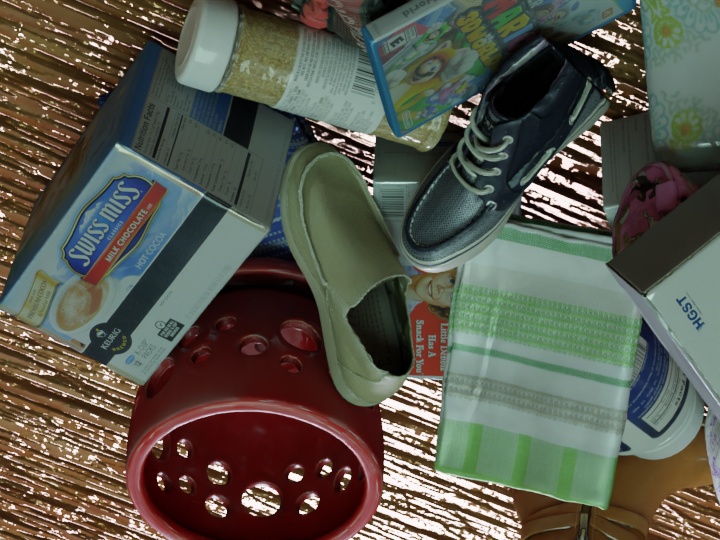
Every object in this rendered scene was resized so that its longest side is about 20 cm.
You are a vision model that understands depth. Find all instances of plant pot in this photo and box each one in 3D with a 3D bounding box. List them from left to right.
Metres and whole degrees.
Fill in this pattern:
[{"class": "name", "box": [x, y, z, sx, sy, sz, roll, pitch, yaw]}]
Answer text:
[{"class": "plant pot", "box": [-0.078, 0.102, 1.693, 0.199, 0.183, 0.201, 2, 137, 2]}]

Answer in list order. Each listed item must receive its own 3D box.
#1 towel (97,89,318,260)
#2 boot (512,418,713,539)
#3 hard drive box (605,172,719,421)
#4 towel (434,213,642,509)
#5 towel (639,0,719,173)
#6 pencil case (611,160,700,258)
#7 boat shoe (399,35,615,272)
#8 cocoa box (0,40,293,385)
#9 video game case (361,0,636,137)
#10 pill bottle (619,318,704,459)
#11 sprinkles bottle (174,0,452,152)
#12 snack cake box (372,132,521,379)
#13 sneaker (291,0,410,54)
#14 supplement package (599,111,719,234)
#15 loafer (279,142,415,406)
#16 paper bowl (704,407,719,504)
[{"class": "towel", "box": [-0.099, -0.079, 1.661, 0.144, 0.024, 0.200, -17, 126, 18]}, {"class": "boot", "box": [0.225, 0.193, 1.767, 0.199, 0.156, 0.077, 3, 129, 2]}, {"class": "hard drive box", "box": [0.291, 0.000, 1.423, 0.200, 0.077, 0.156, -38, 112, 0]}, {"class": "towel", "box": [0.128, 0.064, 1.572, 0.149, 0.031, 0.201, 11, 97, 27]}, {"class": "towel", "box": [0.297, -0.159, 1.491, 0.199, 0.048, 0.172, -5, 87, 14]}, {"class": "pencil case", "box": [0.274, -0.006, 1.506, 0.199, 0.087, 0.083, 23, 113, -19]}, {"class": "boat shoe", "box": [0.089, -0.086, 1.528, 0.200, 0.075, 0.093, -49, 155, 8]}, {"class": "cocoa box", "box": [-0.161, -0.042, 1.602, 0.131, 0.134, 0.200, 29, 129, -16]}, {"class": "video game case", "box": [0.100, -0.175, 1.481, 0.199, 0.018, 0.143, -29, 156, -4]}, {"class": "pill bottle", "box": [0.194, 0.079, 1.680, 0.111, 0.111, 0.200, -25, 147, 22]}, {"class": "sprinkles bottle", "box": [-0.032, -0.143, 1.560, 0.199, 0.068, 0.068, 15, 129, -17]}, {"class": "snack cake box", "box": [0.068, -0.009, 1.675, 0.114, 0.067, 0.201, 1, 129, 2]}, {"class": "sneaker", "box": [0.009, -0.193, 1.461, 0.098, 0.200, 0.071, 28, 85, -2]}, {"class": "supplement package", "box": [0.287, -0.060, 1.589, 0.199, 0.110, 0.114, -13, 127, 15]}, {"class": "loafer", "box": [0.000, 0.000, 1.583, 0.068, 0.075, 0.201, -10, 99, 55]}, {"class": "paper bowl", "box": [0.377, 0.128, 1.730, 0.199, 0.105, 0.201, -1, 125, -1]}]
